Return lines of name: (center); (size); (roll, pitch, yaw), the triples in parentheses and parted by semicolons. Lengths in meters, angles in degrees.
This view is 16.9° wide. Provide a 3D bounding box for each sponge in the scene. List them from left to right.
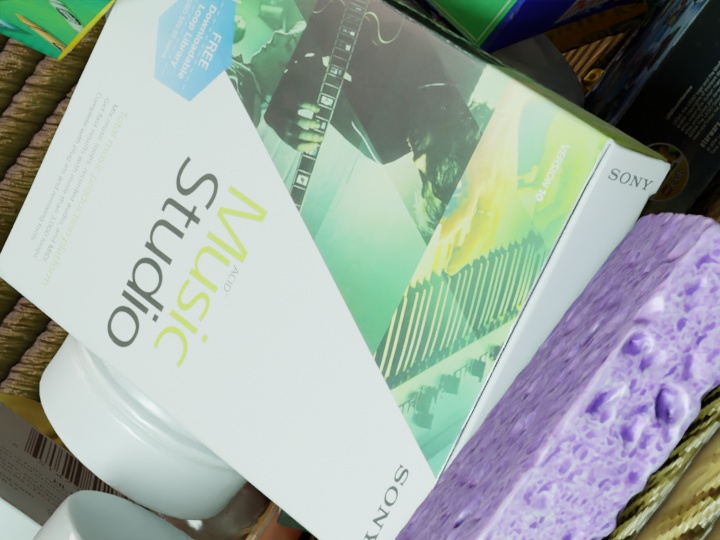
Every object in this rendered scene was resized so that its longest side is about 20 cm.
sponge: (0.030, 0.073, 0.612); (0.200, 0.030, 0.112); (-53, 3, -2)

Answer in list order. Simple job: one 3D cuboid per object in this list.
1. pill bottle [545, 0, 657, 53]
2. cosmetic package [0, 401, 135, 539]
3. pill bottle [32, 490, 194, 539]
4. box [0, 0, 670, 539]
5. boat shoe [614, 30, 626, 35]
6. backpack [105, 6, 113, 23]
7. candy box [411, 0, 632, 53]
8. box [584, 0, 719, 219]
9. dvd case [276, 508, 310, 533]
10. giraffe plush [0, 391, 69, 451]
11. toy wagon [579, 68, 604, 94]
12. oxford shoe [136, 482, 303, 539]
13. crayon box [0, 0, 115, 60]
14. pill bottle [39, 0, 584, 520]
pill bottle: (0.047, -0.142, 1.136); (0.199, 0.113, 0.113); (-21, 8, 6)
cosmetic package: (-0.187, 0.186, 1.131); (0.200, 0.167, 0.166); (-53, 9, 5)
pill bottle: (-0.117, 0.180, 0.810); (0.200, 0.113, 0.113); (-52, 4, 9)
box: (-0.017, -0.015, 0.733); (0.036, 0.200, 0.145); (12, -72, -51)
boat shoe: (0.164, -0.209, 1.234); (0.201, 0.070, 0.070); (-62, -9, 5)
backpack: (-0.027, -0.124, 0.947); (0.167, 0.126, 0.201); (-31, 47, 55)
candy box: (0.102, -0.173, 0.777); (0.200, 0.077, 0.169); (-52, -11, 26)
box: (0.083, -0.030, 0.823); (0.200, 0.040, 0.137); (-53, 3, 9)
dvd case: (0.000, 0.000, 1.034); (0.146, 0.022, 0.201); (112, 172, -70)
giraffe plush: (-0.155, 0.172, 1.317); (0.199, 0.173, 0.163); (-11, 38, 28)
toy wagon: (0.062, -0.051, 1.285); (0.200, 0.039, 0.155); (-50, 6, 47)
oxford shoe: (-0.065, 0.104, 1.161); (0.071, 0.073, 0.200); (-53, 3, -1)
crayon box: (-0.094, -0.145, 0.825); (0.119, 0.058, 0.200); (-67, 11, -6)
pill bottle: (-0.024, -0.014, 0.833); (0.200, 0.111, 0.111); (-53, 4, 19)
